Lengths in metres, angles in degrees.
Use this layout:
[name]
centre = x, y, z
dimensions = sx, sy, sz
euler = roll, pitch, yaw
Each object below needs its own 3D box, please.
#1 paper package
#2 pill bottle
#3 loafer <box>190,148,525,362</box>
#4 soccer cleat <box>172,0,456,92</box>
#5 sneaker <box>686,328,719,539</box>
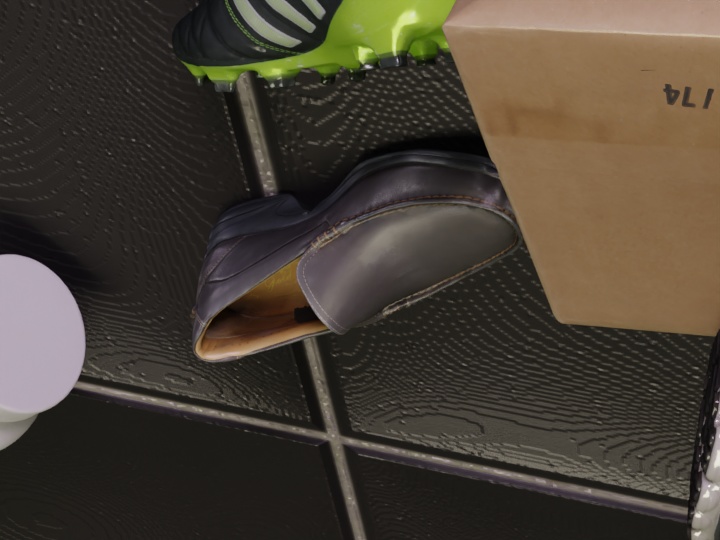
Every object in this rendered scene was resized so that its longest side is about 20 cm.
[paper package]
centre = 0.154, -0.064, 0.825
dimensions = 0.199, 0.104, 0.191
euler = 5, 144, 25
[pill bottle]
centre = -0.237, 0.055, 1.219
dimensions = 0.109, 0.109, 0.199
euler = 39, 144, -27
[loafer]
centre = 0.000, 0.000, 1.036
dimensions = 0.199, 0.073, 0.073
euler = -19, 130, 45
[soccer cleat]
centre = -0.016, -0.115, 0.891
dimensions = 0.067, 0.082, 0.200
euler = -7, -177, -31
[sneaker]
centre = 0.170, 0.051, 0.825
dimensions = 0.084, 0.077, 0.200
euler = 13, 148, 3
